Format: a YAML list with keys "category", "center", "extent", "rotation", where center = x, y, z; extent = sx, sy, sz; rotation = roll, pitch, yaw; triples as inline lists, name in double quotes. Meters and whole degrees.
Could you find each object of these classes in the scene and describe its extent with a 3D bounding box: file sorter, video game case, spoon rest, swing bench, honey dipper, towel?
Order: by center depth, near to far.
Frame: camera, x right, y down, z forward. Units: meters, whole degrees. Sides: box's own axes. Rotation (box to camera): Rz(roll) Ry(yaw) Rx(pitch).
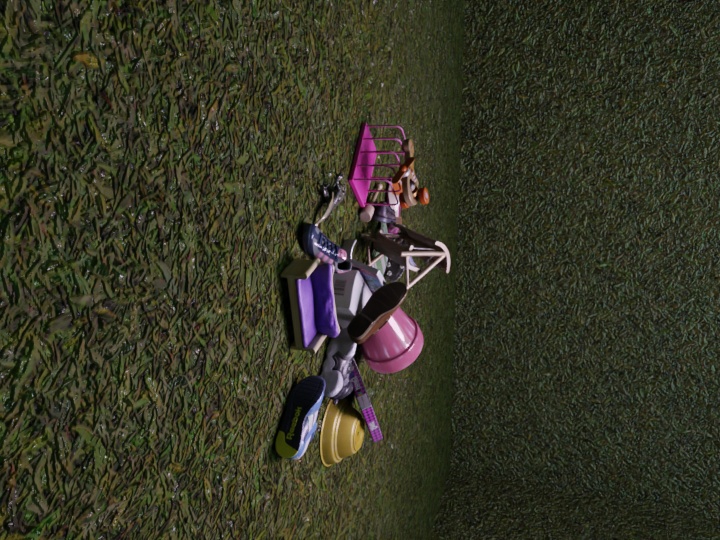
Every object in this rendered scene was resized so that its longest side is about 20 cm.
- category: "video game case"
  center: [0.011, 0.024, 1.546]
  extent: [0.018, 0.142, 0.200]
  rotation: [-61, 155, -16]
- category: "spoon rest"
  center: [0.000, 0.000, 1.611]
  extent: [0.201, 0.098, 0.061]
  rotation: [59, 47, -39]
- category: "video game case"
  center: [0.007, 0.373, 1.642]
  extent: [0.201, 0.035, 0.182]
  rotation: [75, -7, -48]
- category: "file sorter"
  center: [0.060, -0.305, 1.643]
  extent: [0.139, 0.124, 0.203]
  rotation: [60, 39, -60]
- category: "swing bench"
  center: [0.135, -0.054, 1.703]
  extent: [0.198, 0.198, 0.131]
  rotation: [-22, 122, -31]
- category: "honey dipper"
  center: [0.038, -0.219, 1.746]
  extent: [0.201, 0.037, 0.038]
  rotation: [-68, 155, -49]
- category: "towel"
  center: [0.064, -0.050, 1.884]
  extent: [0.153, 0.023, 0.202]
  rotation: [74, 25, -49]

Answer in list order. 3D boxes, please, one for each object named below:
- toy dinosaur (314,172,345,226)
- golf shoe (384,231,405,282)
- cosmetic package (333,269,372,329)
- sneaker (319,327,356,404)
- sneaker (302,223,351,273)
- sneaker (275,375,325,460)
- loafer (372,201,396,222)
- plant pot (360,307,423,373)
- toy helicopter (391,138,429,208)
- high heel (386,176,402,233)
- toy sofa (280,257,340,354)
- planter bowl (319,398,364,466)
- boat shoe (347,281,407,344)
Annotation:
- category: "toy dinosaur"
  center: [-0.071, -0.188, 1.403]
  extent: [0.201, 0.047, 0.089]
  rotation: [-59, 155, -48]
- category: "golf shoe"
  center: [0.135, -0.041, 2.024]
  extent: [0.088, 0.076, 0.202]
  rotation: [74, 26, -62]
- category: "cosmetic package"
  center: [-0.027, 0.084, 1.537]
  extent: [0.200, 0.080, 0.114]
  rotation: [54, 45, -62]
- category: "sneaker"
  center: [-0.052, 0.259, 1.524]
  extent: [0.114, 0.074, 0.202]
  rotation: [68, 37, -55]
- category: "sneaker"
  center: [-0.077, -0.053, 1.351]
  extent: [0.200, 0.081, 0.071]
  rotation: [55, 43, -62]
- category: "sneaker"
  center: [-0.133, 0.338, 1.296]
  extent: [0.083, 0.073, 0.202]
  rotation: [71, 36, -54]
- category: "loafer"
  center: [0.081, -0.188, 1.782]
  extent: [0.200, 0.071, 0.064]
  rotation: [-43, 147, -78]
- category: "plant pot"
  center: [0.074, 0.180, 1.731]
  extent: [0.180, 0.198, 0.201]
  rotation: [61, 35, -34]
- category: "toy helicopter"
  center: [0.133, -0.282, 1.596]
  extent: [0.132, 0.078, 0.203]
  rotation: [29, 56, -59]
- category: "high heel"
  center: [0.113, -0.221, 1.966]
  extent: [0.096, 0.066, 0.203]
  rotation: [137, -49, -65]
- category: "toy sofa"
  center: [-0.109, 0.079, 1.260]
  extent: [0.083, 0.096, 0.203]
  rotation: [-54, 145, -58]
- category: "planter bowl"
  center: [-0.039, 0.452, 1.587]
  extent: [0.200, 0.082, 0.204]
  rotation: [5, 90, -72]
- category: "boat shoe"
  center: [0.045, 0.111, 1.491]
  extent: [0.199, 0.072, 0.068]
  rotation: [-40, 150, -9]
